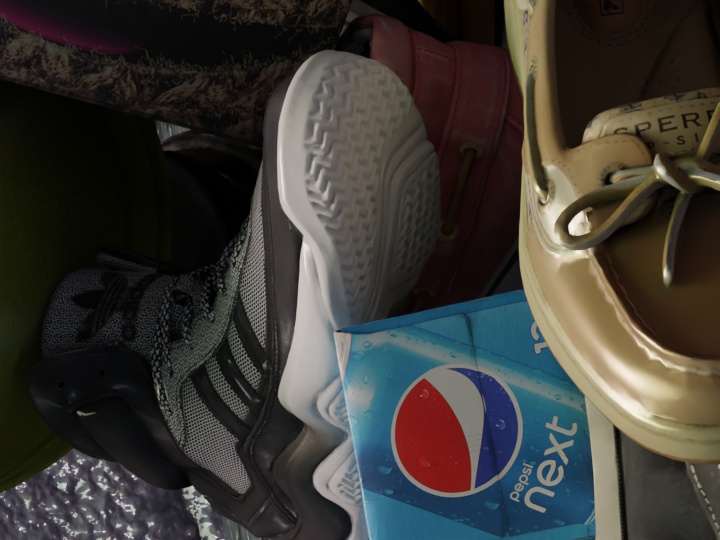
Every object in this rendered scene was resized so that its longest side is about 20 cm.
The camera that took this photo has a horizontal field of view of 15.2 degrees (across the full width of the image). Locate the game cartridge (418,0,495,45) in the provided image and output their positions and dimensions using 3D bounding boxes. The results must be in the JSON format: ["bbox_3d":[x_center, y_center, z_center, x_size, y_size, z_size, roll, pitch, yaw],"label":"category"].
[{"bbox_3d":[0.016,-0.199,1.049,0.200,0.032,0.177,-110,14,-50],"label":"game cartridge"}]

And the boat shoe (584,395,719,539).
[{"bbox_3d":[0.092,0.049,0.654,0.072,0.067,0.201,54,-154,-38],"label":"boat shoe"}]

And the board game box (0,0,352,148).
[{"bbox_3d":[-0.066,-0.158,0.789,0.097,0.159,0.201,-118,44,-62],"label":"board game box"}]

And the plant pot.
[{"bbox_3d":[-0.172,-0.004,0.828,0.193,0.199,0.201,-50,-46,-80],"label":"plant pot"}]

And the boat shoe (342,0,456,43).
[{"bbox_3d":[-0.017,-0.098,0.970,0.074,0.200,0.061,-27,46,43],"label":"boat shoe"}]

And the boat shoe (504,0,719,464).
[{"bbox_3d":[0.069,-0.040,0.655,0.063,0.073,0.201,86,173,-46],"label":"boat shoe"}]

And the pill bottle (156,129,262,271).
[{"bbox_3d":[-0.035,0.005,1.012,0.200,0.111,0.112,6,-106,-63],"label":"pill bottle"}]

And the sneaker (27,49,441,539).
[{"bbox_3d":[-0.041,0.011,0.782,0.201,0.113,0.076,88,-158,-48],"label":"sneaker"}]

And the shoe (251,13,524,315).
[{"bbox_3d":[0.000,0.000,0.870,0.072,0.091,0.200,-97,30,-44],"label":"shoe"}]

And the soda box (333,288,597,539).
[{"bbox_3d":[0.047,0.063,0.765,0.200,0.064,0.068,49,-150,-71],"label":"soda box"}]
